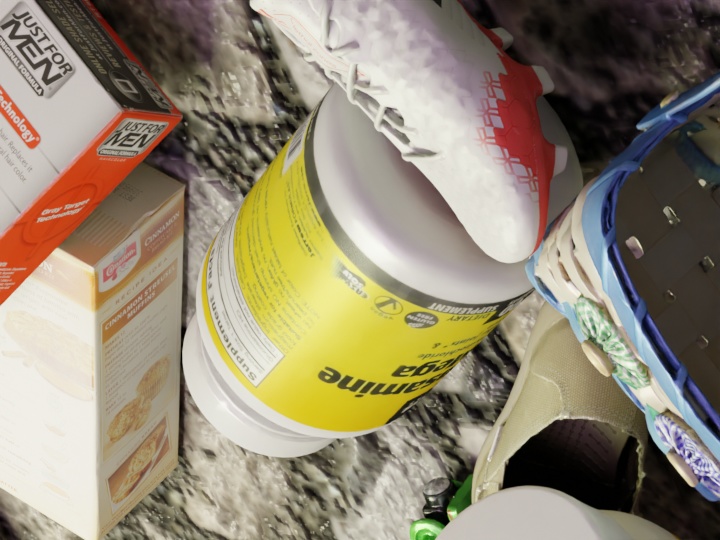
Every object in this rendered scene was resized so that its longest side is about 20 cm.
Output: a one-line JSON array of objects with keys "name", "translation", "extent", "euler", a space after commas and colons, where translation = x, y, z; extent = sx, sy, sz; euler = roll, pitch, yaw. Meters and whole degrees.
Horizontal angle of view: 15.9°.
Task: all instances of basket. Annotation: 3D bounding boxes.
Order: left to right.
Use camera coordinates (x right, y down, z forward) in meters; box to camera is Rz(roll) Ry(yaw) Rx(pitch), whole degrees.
[{"name": "basket", "translation": [0.161, 0.006, 0.890], "extent": [0.176, 0.139, 0.200], "euler": [51, 152, -5]}]

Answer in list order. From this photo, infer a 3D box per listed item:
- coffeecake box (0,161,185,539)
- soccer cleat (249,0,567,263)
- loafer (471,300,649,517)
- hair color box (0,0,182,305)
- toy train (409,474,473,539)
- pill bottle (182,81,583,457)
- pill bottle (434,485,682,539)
[{"name": "coffeecake box", "translation": [-0.168, 0.016, 1.267], "extent": [0.153, 0.073, 0.200], "euler": [29, 140, 21]}, {"name": "soccer cleat", "translation": [0.006, -0.089, 0.944], "extent": [0.200, 0.085, 0.069], "euler": [67, 151, 14]}, {"name": "loafer", "translation": [0.083, 0.093, 1.088], "extent": [0.075, 0.068, 0.200], "euler": [12, 135, 6]}, {"name": "hair color box", "translation": [-0.185, -0.037, 1.145], "extent": [0.200, 0.061, 0.102], "euler": [-44, 74, 18]}, {"name": "toy train", "translation": [0.079, 0.180, 1.213], "extent": [0.056, 0.042, 0.200], "euler": [-3, 122, 33]}, {"name": "pill bottle", "translation": [0.000, 0.000, 1.061], "extent": [0.112, 0.112, 0.200], "euler": [44, 143, 2]}, {"name": "pill bottle", "translation": [0.112, 0.164, 1.035], "extent": [0.114, 0.115, 0.200], "euler": [4, 160, 41]}]
